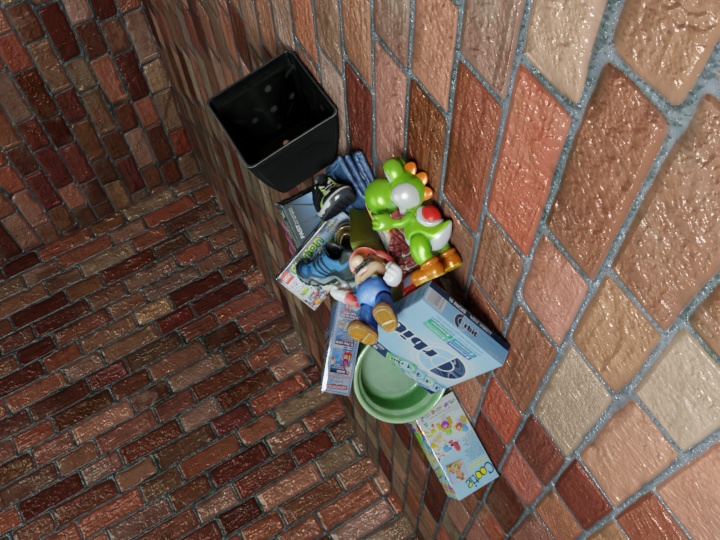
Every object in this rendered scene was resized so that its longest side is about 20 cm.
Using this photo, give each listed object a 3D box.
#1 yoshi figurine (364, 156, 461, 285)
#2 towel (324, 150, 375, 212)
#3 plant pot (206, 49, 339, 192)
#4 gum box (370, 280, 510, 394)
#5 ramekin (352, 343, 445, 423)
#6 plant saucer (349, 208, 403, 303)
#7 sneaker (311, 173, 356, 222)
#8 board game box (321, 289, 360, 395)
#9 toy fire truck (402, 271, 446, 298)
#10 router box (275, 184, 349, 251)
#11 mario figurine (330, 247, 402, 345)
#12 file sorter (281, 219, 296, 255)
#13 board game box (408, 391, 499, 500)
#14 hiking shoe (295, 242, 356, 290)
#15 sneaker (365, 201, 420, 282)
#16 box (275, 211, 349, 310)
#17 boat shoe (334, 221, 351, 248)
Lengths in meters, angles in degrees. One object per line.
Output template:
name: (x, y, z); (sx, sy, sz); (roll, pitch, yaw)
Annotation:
yoshi figurine: (0.072, -0.077, 1.197); (0.112, 0.111, 0.201); (139, 107, -84)
towel: (-0.020, -0.169, 1.488); (0.112, 0.048, 0.200); (63, 167, -5)
plant pot: (-0.156, -0.277, 1.514); (0.200, 0.199, 0.178); (55, 176, 26)
gum box: (0.116, 0.116, 1.235); (0.170, 0.045, 0.200); (39, 145, -11)
ramekin: (0.074, 0.203, 1.559); (0.201, 0.199, 0.098); (66, 174, -14)
plant saucer: (0.044, -0.012, 1.427); (0.200, 0.048, 0.201); (-93, -22, -66)
sneaker: (-0.066, -0.145, 1.445); (0.083, 0.071, 0.200); (60, 167, -1)
board game box: (-0.042, 0.156, 1.542); (0.200, 0.061, 0.201); (121, 160, -73)
toy fire truck: (0.100, 0.089, 1.318); (0.200, 0.140, 0.049); (59, -156, -34)
router box: (-0.074, -0.087, 1.632); (0.201, 0.149, 0.062); (66, 166, -17)
mario figurine: (0.007, 0.023, 1.216); (0.200, 0.123, 0.107); (-91, -5, -57)
file sorter: (-0.102, -0.053, 1.864); (0.139, 0.125, 0.201); (52, 163, 36)
board game box: (0.193, 0.376, 1.627); (0.201, 0.104, 0.103); (62, 168, 7)
hiking shoe: (-0.057, -0.018, 1.471); (0.199, 0.074, 0.087); (3, 118, 44)
sneaker: (0.074, -0.059, 1.324); (0.082, 0.077, 0.201); (72, 174, -87)
box: (-0.074, -0.026, 1.582); (0.110, 0.200, 0.035); (39, -172, -15)
boat shoe: (0.000, 0.000, 1.526); (0.201, 0.075, 0.074); (62, -173, -16)
